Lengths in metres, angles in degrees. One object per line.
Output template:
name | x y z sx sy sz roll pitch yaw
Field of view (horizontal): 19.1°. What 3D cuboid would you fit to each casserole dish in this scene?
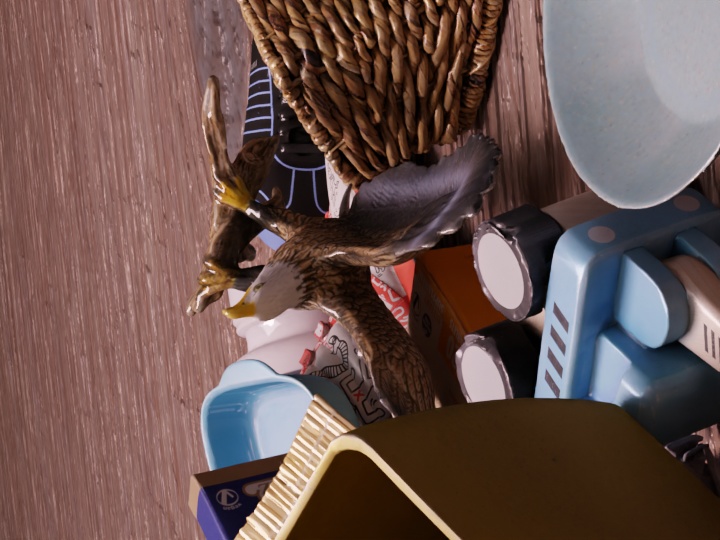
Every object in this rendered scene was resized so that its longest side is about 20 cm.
casserole dish | -0.028 0.144 1.230 0.121 0.039 0.202 -13 93 49

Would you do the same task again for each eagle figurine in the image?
eagle figurine | -0.004 0.004 1.087 0.199 0.151 0.152 16 149 35

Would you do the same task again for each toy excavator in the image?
toy excavator | 0.142 0.025 0.915 0.200 0.099 0.196 45 142 40

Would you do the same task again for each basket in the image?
basket | 0.012 -0.163 1.232 0.143 0.148 0.201 53 -172 -48

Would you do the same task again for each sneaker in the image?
sneaker | -0.004 0.009 1.273 0.108 0.067 0.202 -44 50 20
sneaker | -0.041 -0.105 1.357 0.078 0.069 0.201 102 165 -51

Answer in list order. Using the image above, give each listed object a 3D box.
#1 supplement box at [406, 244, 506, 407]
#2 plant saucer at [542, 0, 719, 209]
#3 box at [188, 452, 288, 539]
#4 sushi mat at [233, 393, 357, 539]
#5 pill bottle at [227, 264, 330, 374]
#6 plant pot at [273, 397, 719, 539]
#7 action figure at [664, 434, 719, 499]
supplement box | 0.072 0.101 1.150 0.126 0.073 0.201 -120 28 -48
plant saucer | 0.136 -0.125 0.894 0.201 0.038 0.203 -176 90 -68
box | 0.002 0.170 1.087 0.033 0.120 0.201 101 150 -43
sushi mat | 0.024 0.155 1.023 0.200 0.012 0.096 38 103 29
pill bottle | -0.021 0.098 1.346 0.120 0.119 0.202 139 122 -68
plant pot | 0.074 0.167 0.863 0.200 0.176 0.201 44 128 18
action figure | 0.142 0.144 0.982 0.200 0.069 0.131 -25 67 58
